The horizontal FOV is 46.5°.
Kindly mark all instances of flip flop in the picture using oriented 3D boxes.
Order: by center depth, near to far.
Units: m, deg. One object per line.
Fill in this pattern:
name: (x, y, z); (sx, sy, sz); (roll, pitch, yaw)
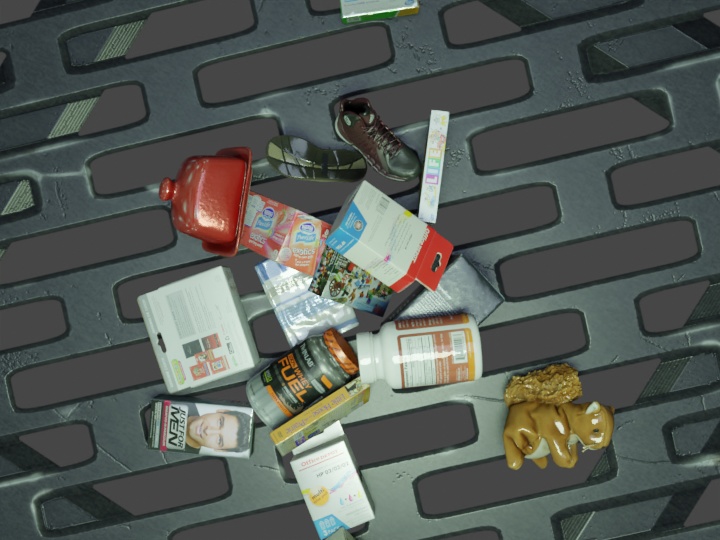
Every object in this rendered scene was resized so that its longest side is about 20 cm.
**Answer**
flip flop: (-0.086, -0.209, 1.617); (0.198, 0.058, 0.082); (6, 86, -13)

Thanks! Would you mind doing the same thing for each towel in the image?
towel: (-0.105, 0.049, 1.631); (0.146, 0.024, 0.201); (-25, 89, 1)

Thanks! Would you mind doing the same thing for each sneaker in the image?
sneaker: (0.030, -0.250, 1.558); (0.199, 0.116, 0.076); (36, 73, 13)

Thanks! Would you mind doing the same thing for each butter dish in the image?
butter dish: (-0.296, -0.137, 1.534); (0.147, 0.199, 0.202); (9, 91, -30)

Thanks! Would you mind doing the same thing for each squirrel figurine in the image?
squirrel figurine: (0.366, 0.261, 1.542); (0.186, 0.141, 0.201); (-25, 59, 32)

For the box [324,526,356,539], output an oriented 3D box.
box: (0.002, 0.582, 1.574); (0.082, 0.068, 0.200); (-40, 110, 4)

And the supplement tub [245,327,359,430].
supplement tub: (-0.106, 0.204, 1.575); (0.199, 0.123, 0.123); (-37, 89, 6)

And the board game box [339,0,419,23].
board game box: (0.026, -0.590, 1.615); (0.152, 0.040, 0.202); (-7, 90, 2)

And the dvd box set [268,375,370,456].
dvd box set: (-0.072, 0.270, 1.550); (0.199, 0.146, 0.030); (-31, 74, -10)

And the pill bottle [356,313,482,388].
pill bottle: (0.095, 0.135, 1.384); (0.198, 0.112, 0.113); (-6, 90, 1)

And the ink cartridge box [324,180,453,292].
ink cartridge box: (0.052, -0.047, 1.441); (0.199, 0.067, 0.117); (35, 56, -12)

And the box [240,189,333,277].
box: (-0.148, -0.071, 1.539); (0.094, 0.200, 0.103); (22, 91, -38)

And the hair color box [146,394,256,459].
hair color box: (-0.304, 0.300, 1.619); (0.198, 0.061, 0.100); (5, 90, 1)

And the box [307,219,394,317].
box: (0.000, 0.000, 1.547); (0.038, 0.199, 0.137); (24, 92, 38)

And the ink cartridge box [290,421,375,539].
ink cartridge box: (-0.060, 0.394, 1.607); (0.114, 0.068, 0.201); (-23, 89, 2)

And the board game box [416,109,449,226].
board game box: (0.133, -0.186, 1.566); (0.034, 0.134, 0.202); (7, 90, 2)

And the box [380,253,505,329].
box: (0.144, 0.077, 1.535); (0.200, 0.197, 0.117); (-44, 90, 1)

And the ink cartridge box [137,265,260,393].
ink cartridge box: (-0.308, 0.112, 1.606); (0.174, 0.084, 0.202); (-18, 89, 2)
